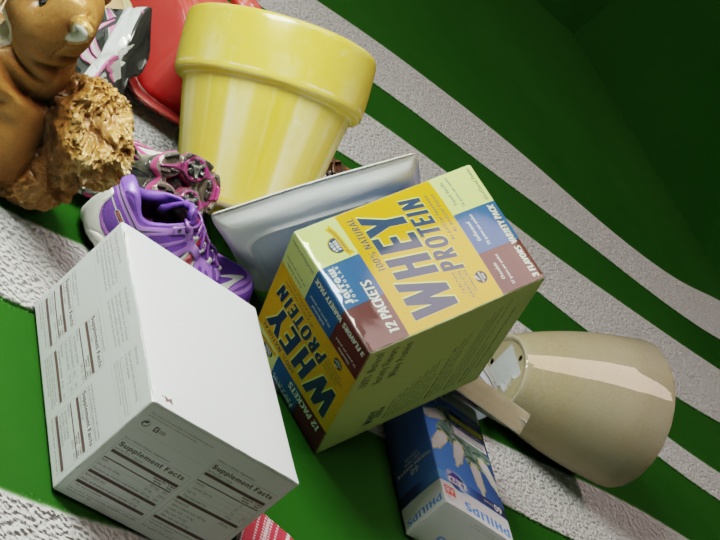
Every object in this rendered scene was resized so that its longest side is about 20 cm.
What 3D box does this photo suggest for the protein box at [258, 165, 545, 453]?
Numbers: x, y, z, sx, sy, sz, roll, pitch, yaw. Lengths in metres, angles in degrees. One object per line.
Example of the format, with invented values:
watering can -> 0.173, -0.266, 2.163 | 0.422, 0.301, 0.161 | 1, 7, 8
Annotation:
protein box -> 0.029, 0.037, 1.538 | 0.199, 0.199, 0.136 | -22, 67, -29

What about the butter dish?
butter dish -> -0.167, -0.247, 1.808 | 0.199, 0.148, 0.201 | 30, 28, -44

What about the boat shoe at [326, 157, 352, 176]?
boat shoe -> -0.044, -0.106, 1.909 | 0.199, 0.067, 0.073 | 26, 49, -33

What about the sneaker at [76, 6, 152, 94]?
sneaker -> -0.271, -0.193, 1.610 | 0.085, 0.081, 0.201 | 9, 35, 9

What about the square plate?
square plate -> -0.029, -0.037, 1.577 | 0.200, 0.196, 0.029 | 71, 3, -70

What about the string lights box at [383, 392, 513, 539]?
string lights box -> 0.084, 0.203, 1.678 | 0.102, 0.059, 0.201 | 35, 24, -30

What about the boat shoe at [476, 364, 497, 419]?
boat shoe -> 0.098, 0.075, 1.924 | 0.203, 0.074, 0.086 | 52, 20, -1

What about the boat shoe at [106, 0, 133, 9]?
boat shoe -> -0.288, -0.281, 1.735 | 0.064, 0.071, 0.201 | 7, 49, -35

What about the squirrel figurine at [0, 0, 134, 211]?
squirrel figurine -> -0.263, -0.154, 1.363 | 0.200, 0.186, 0.142 | 45, 19, -14

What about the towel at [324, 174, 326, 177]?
towel -> -0.055, -0.041, 1.793 | 0.146, 0.024, 0.201 | -18, 71, -46

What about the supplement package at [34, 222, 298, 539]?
supplement package -> -0.153, 0.094, 1.275 | 0.155, 0.111, 0.201 | 35, 25, -37

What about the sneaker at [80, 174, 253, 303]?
sneaker -> -0.162, -0.020, 1.505 | 0.199, 0.083, 0.081 | 33, 26, -43

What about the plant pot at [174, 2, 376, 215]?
plant pot -> -0.102, -0.145, 1.657 | 0.199, 0.191, 0.201 | 15, -4, 1

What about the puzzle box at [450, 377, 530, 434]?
puzzle box -> 0.080, 0.105, 1.764 | 0.133, 0.026, 0.199 | 37, -6, -36

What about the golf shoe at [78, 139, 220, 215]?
golf shoe -> -0.233, -0.095, 1.531 | 0.199, 0.073, 0.092 | 23, -11, -32

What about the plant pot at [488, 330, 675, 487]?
plant pot -> 0.246, 0.148, 2.006 | 0.198, 0.188, 0.188 | 20, 33, -30

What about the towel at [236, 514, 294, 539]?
towel -> -0.032, 0.292, 1.319 | 0.200, 0.022, 0.145 | 43, 23, -16
